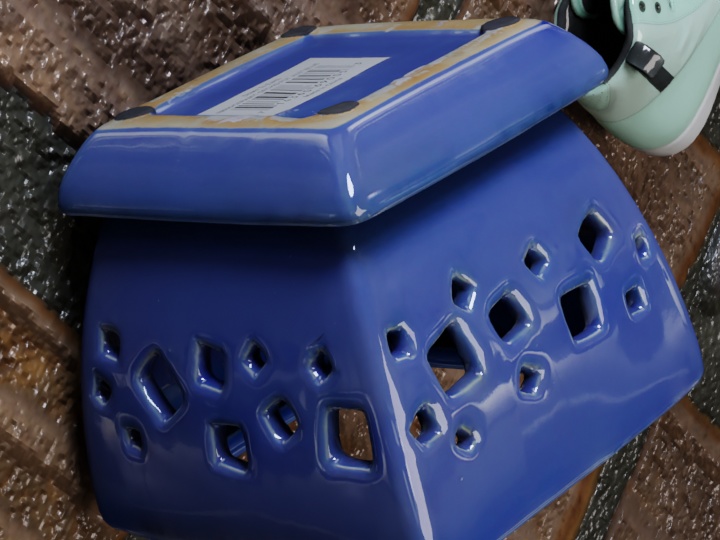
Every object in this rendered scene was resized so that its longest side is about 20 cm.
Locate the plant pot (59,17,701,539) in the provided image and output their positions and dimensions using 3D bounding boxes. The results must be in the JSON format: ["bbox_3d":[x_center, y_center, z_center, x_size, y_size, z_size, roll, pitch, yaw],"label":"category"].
[{"bbox_3d":[0.000,0.000,0.961,0.200,0.200,0.180,-31,115,-42],"label":"plant pot"}]

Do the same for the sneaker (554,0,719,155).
[{"bbox_3d":[0.165,-0.169,1.198,0.118,0.074,0.201,21,86,-57],"label":"sneaker"}]
